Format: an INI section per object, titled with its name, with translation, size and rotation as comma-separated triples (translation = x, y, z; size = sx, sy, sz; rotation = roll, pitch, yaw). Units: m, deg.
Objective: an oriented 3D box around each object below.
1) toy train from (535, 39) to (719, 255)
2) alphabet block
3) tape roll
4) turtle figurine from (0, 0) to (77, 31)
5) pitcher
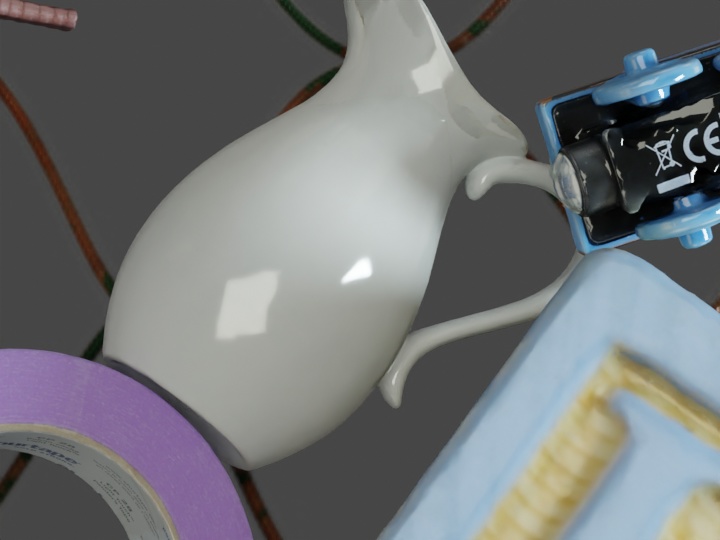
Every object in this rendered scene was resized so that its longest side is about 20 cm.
[toy train]
translation = 0.168, -0.066, 0.974
size = 0.200, 0.114, 0.087
rotation = -19, 95, -9
[alphabet block]
translation = 0.117, 0.128, 0.925
size = 0.196, 0.200, 0.195
rotation = 38, 88, 8
[tape roll]
translation = -0.145, 0.135, 0.945
size = 0.200, 0.066, 0.200
rotation = 4, 78, -20
[turtle figurine]
translation = -0.200, -0.199, 1.018
size = 0.194, 0.200, 0.144
rotation = -11, 48, 7
[pitcher]
translation = 0.000, 0.000, 0.999
size = 0.172, 0.121, 0.200
rotation = 40, 76, -8
